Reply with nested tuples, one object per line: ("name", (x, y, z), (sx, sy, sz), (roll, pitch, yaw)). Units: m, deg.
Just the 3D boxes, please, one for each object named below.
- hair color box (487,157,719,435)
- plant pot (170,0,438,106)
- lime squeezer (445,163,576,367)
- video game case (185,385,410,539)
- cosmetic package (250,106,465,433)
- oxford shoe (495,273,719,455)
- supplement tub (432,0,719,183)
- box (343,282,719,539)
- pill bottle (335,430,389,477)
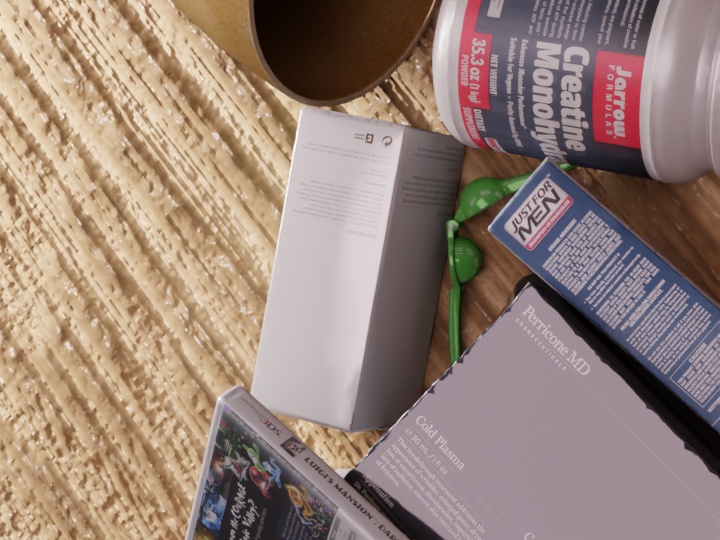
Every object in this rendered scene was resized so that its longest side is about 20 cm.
("hair color box", (0.175, 0.020, 1.198), (0.200, 0.100, 0.061), (43, 96, 10))
("plant pot", (-0.071, -0.232, 1.309), (0.200, 0.186, 0.187), (29, 101, 37))
("lime squeezer", (0.087, -0.016, 1.302), (0.070, 0.038, 0.201), (27, 101, -9))
("video game case", (-0.033, 0.190, 1.182), (0.182, 0.023, 0.201), (40, 141, 21))
("cosmetic package", (0.000, 0.000, 1.297), (0.084, 0.107, 0.201), (13, 94, 25))
("oxford shoe", (0.163, 0.093, 1.253), (0.200, 0.071, 0.071), (47, 138, 16))
("supplement tub", (0.157, -0.132, 1.206), (0.199, 0.140, 0.141), (12, 94, 25))
("box", (0.116, 0.142, 1.161), (0.182, 0.104, 0.200), (-46, 76, 9))
("pill bottle", (-0.014, 0.205, 1.302), (0.104, 0.104, 0.200), (42, 106, 20))
